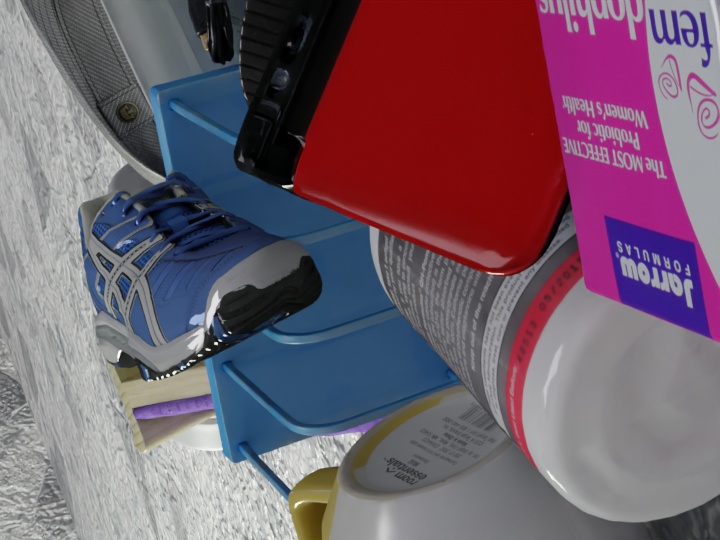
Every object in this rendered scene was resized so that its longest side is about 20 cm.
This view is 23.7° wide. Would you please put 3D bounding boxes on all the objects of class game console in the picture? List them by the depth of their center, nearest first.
[{"bbox_3d":[0.049,-0.105,0.600,0.172,0.118,0.201,16,-83,-81],"label":"game console"}]

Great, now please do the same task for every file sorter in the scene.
[{"bbox_3d":[0.000,0.000,0.829,0.123,0.138,0.201,31,135,60],"label":"file sorter"}]

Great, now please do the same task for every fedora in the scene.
[{"bbox_3d":[-0.116,-0.146,1.058,0.201,0.090,0.177,59,-159,-15],"label":"fedora"}]

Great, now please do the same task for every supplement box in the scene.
[{"bbox_3d":[0.109,-0.091,0.460,0.101,0.103,0.201,-155,49,-66],"label":"supplement box"}]

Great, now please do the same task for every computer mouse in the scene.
[{"bbox_3d":[-0.101,-0.182,0.877,0.059,0.034,0.201,97,158,-51],"label":"computer mouse"}]

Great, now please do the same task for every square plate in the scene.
[{"bbox_3d":[-0.077,-0.130,0.954,0.200,0.028,0.199,11,-130,-63],"label":"square plate"}]

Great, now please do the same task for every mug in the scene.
[{"bbox_3d":[0.041,0.135,0.698,0.154,0.186,0.150,66,-154,-19],"label":"mug"}]

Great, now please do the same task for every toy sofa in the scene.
[{"bbox_3d":[-0.065,0.077,1.074,0.200,0.083,0.098,-14,99,51],"label":"toy sofa"}]

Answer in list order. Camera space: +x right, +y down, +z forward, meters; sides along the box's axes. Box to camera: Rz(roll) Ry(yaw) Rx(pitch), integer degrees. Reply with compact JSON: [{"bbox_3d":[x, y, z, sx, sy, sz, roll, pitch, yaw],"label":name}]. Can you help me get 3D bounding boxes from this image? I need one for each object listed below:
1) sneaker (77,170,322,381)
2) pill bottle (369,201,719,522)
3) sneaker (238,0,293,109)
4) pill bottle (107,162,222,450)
[{"bbox_3d":[-0.082,-0.001,0.744,0.200,0.075,0.077,-6,107,62],"label":"sneaker"},{"bbox_3d":[0.070,-0.004,0.644,0.200,0.110,0.111,-131,30,-53],"label":"pill bottle"},{"bbox_3d":[-0.001,-0.154,0.737,0.089,0.074,0.201,-134,62,-82],"label":"sneaker"},{"bbox_3d":[-0.110,0.020,1.224,0.114,0.113,0.201,-131,29,-53],"label":"pill bottle"}]
